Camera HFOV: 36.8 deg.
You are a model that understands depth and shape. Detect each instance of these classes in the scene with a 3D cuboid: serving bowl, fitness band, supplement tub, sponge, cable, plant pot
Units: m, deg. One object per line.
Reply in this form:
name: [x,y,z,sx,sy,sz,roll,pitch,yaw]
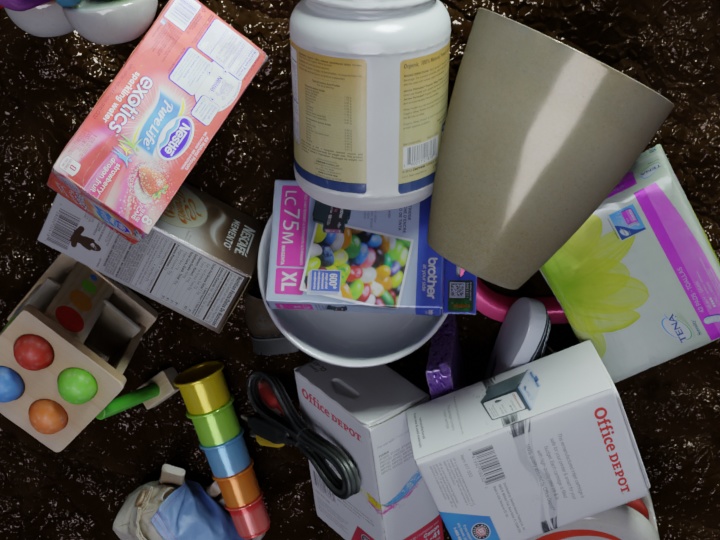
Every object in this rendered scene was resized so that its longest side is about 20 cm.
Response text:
serving bowl: [0.000,0.000,1.068,0.197,0.066,0.203,-1,76,3]
fitness band: [0.195,-0.012,1.095,0.197,0.038,0.145,-3,119,9]
supplement tub: [0.008,-0.171,0.967,0.142,0.145,0.202,3,119,4]
sponge: [0.100,0.158,1.155,0.029,0.112,0.202,-6,118,11]
cable: [-0.062,0.167,1.156,0.199,0.050,0.099,19,113,42]
plant pot: [0.140,-0.094,0.941,0.186,0.187,0.202,25,102,-8]

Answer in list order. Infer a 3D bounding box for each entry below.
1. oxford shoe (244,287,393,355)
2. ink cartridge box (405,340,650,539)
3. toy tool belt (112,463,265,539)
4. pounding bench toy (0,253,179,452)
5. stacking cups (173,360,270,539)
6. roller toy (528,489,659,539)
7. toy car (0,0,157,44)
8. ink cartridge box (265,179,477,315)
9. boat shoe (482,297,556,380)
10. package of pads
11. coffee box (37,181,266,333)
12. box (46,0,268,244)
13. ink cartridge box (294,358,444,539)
oxford shoe: [-0.029,0.028,1.123,0.197,0.073,0.085,-13,108,9]
ink cartridge box: [0.162,0.178,1.056,0.198,0.086,0.148,-22,120,6]
toy tool belt: [-0.179,0.308,1.262,0.199,0.125,0.123,39,124,-16]
pounding bench toy: [-0.286,0.108,1.143,0.200,0.157,0.124,40,115,-16]
stacking cups: [-0.147,0.202,1.217,0.060,0.061,0.202,-15,106,14]
roller toy: [0.231,0.269,1.186,0.197,0.141,0.184,4,129,-1]
toy car: [-0.275,-0.277,0.913,0.198,0.150,0.177,15,123,35]
ink cartridge box: [0.013,-0.021,1.020,0.197,0.042,0.121,3,77,2]
boat shoe: [0.173,0.099,1.115,0.067,0.072,0.201,9,141,-3]
package of pads: [0.259,0.002,1.038,0.153,0.068,0.201,-26,115,20]
coffee box: [-0.202,-0.037,1.080,0.198,0.115,0.080,28,118,-10]
box: [-0.183,-0.136,0.976,0.102,0.095,0.201,34,75,-14]
ink cartridge box: [0.010,0.202,1.164,0.085,0.147,0.202,-22,122,-29]
